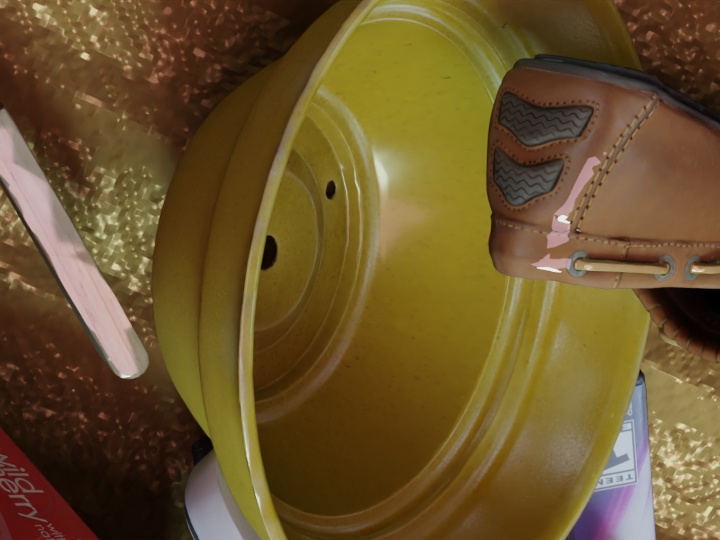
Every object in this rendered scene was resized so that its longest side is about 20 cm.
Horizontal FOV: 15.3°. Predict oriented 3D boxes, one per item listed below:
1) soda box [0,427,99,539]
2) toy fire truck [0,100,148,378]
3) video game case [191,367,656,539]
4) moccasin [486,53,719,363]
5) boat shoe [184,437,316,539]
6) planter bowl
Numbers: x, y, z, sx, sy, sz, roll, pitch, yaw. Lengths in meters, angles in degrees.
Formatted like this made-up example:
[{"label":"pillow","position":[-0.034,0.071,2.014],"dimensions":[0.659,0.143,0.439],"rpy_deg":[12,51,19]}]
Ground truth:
[{"label":"soda box","position":[-0.145,0.053,0.723],"dimensions":[0.070,0.200,0.064],"rpy_deg":[2,123,-50]},{"label":"toy fire truck","position":[-0.135,-0.031,0.694],"dimensions":[0.199,0.176,0.129],"rpy_deg":[13,114,-16]},{"label":"video game case","position":[0.029,0.131,0.869],"dimensions":[0.142,0.019,0.201],"rpy_deg":[-11,116,-7]},{"label":"moccasin","position":[0.108,-0.003,0.775],"dimensions":[0.201,0.073,0.078],"rpy_deg":[15,89,-53]},{"label":"boat shoe","position":[0.002,0.143,0.790],"dimensions":[0.068,0.072,0.200],"rpy_deg":[-35,95,26]},{"label":"planter bowl","position":[0.000,0.000,0.762],"dimensions":[0.200,0.083,0.202],"rpy_deg":[-16,111,-50]}]
